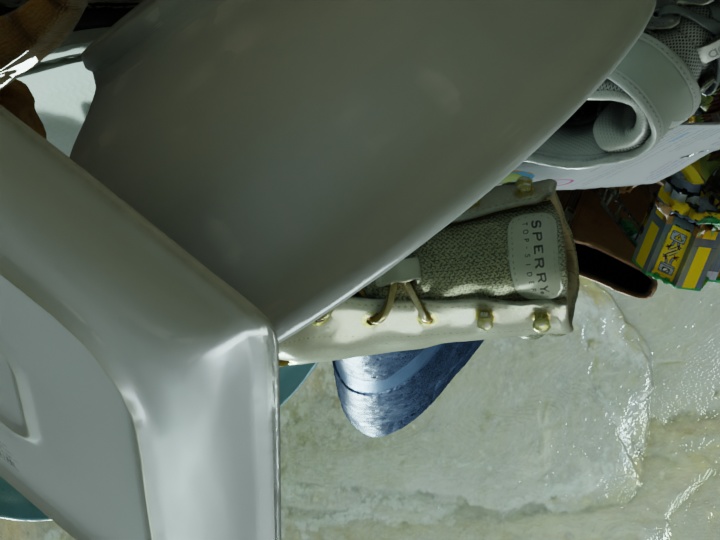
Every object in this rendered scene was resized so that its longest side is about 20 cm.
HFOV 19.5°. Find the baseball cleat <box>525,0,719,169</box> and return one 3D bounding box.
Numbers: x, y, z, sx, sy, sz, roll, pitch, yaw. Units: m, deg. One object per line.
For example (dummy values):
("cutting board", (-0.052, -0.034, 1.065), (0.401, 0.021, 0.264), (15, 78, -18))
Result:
("baseball cleat", (0.127, -0.084, 0.712), (0.200, 0.070, 0.106), (-26, -158, 22))

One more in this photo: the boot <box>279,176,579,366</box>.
("boot", (0.000, 0.000, 0.789), (0.154, 0.072, 0.200), (-4, 178, 15))

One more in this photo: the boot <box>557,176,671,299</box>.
("boot", (0.158, -0.037, 1.117), (0.188, 0.069, 0.200), (31, -158, -2))

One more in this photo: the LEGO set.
("LEGO set", (0.180, -0.078, 1.024), (0.154, 0.116, 0.200), (10, -154, -17))

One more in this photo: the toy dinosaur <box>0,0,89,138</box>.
("toy dinosaur", (-0.121, -0.056, 0.608), (0.200, 0.060, 0.106), (-6, 140, 34))

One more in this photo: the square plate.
("square plate", (-0.104, 0.014, 0.588), (0.028, 0.200, 0.198), (-45, 160, -25))

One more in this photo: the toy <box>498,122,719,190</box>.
("toy", (0.051, -0.062, 0.834), (0.200, 0.047, 0.115), (-5, 173, -19))

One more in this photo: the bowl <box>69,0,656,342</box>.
("bowl", (-0.019, -0.057, 0.624), (0.201, 0.090, 0.201), (-36, -168, 9))

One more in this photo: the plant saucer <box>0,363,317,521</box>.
("plant saucer", (-0.100, 0.041, 0.951), (0.200, 0.027, 0.200), (-25, 150, -15))

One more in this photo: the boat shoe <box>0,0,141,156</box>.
("boat shoe", (-0.124, -0.068, 0.718), (0.200, 0.060, 0.076), (-8, 143, -14))

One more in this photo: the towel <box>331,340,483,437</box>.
("towel", (0.029, 0.014, 1.000), (0.112, 0.049, 0.200), (-53, 168, -14))
